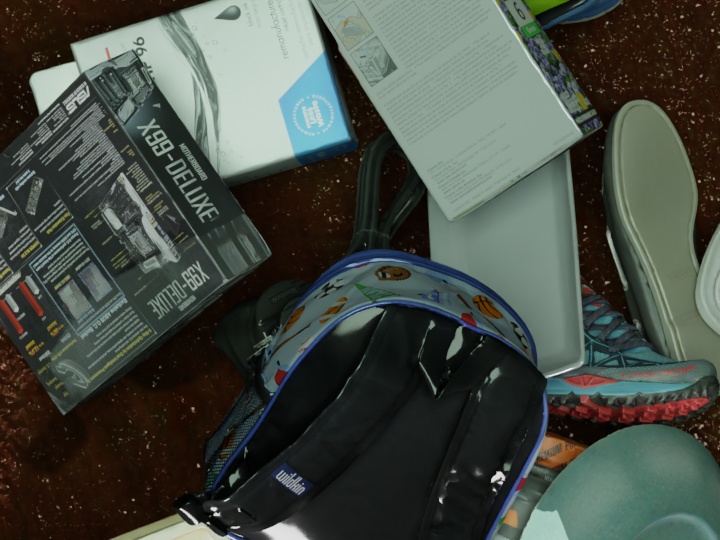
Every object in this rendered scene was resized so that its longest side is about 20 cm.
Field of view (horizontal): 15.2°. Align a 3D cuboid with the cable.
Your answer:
[{"bbox_3d":[0.000,0.000,1.710,0.097,0.050,0.200,12,58,-22],"label":"cable"}]

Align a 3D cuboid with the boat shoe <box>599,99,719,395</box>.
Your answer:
[{"bbox_3d":[0.188,-0.008,1.736,0.067,0.057,0.200,-11,82,-31],"label":"boat shoe"}]

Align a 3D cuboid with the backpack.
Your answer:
[{"bbox_3d":[0.018,0.087,1.586,0.200,0.154,0.191,25,118,-20],"label":"backpack"}]

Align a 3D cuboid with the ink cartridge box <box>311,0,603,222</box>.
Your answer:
[{"bbox_3d":[0.051,-0.143,1.684,0.109,0.050,0.200,-33,89,26],"label":"ink cartridge box"}]

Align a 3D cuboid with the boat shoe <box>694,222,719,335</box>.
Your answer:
[{"bbox_3d":[0.289,-0.041,1.703,0.071,0.069,0.200,41,79,-8],"label":"boat shoe"}]

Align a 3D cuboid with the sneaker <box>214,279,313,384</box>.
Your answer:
[{"bbox_3d":[-0.020,0.092,1.743,0.076,0.091,0.200,-42,107,-34],"label":"sneaker"}]

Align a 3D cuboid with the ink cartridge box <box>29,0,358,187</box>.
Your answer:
[{"bbox_3d":[-0.114,-0.107,1.755,0.200,0.068,0.116,-17,87,4],"label":"ink cartridge box"}]

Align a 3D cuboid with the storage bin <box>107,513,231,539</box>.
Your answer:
[{"bbox_3d":[-0.145,0.215,1.680,0.198,0.200,0.094,-22,88,3],"label":"storage bin"}]

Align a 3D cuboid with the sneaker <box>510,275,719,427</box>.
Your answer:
[{"bbox_3d":[0.134,0.044,1.699,0.200,0.079,0.096,5,80,32],"label":"sneaker"}]

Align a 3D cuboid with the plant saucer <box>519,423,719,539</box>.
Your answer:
[{"bbox_3d":[0.175,0.197,1.674,0.201,0.039,0.201,-13,111,-36],"label":"plant saucer"}]

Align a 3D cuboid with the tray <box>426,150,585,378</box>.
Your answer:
[{"bbox_3d":[0.094,-0.009,1.707,0.107,0.022,0.200,-20,54,27],"label":"tray"}]

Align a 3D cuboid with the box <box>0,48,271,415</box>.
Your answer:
[{"bbox_3d":[-0.167,-0.021,1.708,0.200,0.050,0.158,-39,85,42],"label":"box"}]

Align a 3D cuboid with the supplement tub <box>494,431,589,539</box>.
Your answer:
[{"bbox_3d":[0.083,0.195,1.704,0.122,0.123,0.200,19,89,4],"label":"supplement tub"}]

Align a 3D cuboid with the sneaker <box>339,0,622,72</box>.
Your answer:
[{"bbox_3d":[0.078,-0.178,1.733,0.200,0.089,0.079,-21,86,5],"label":"sneaker"}]
